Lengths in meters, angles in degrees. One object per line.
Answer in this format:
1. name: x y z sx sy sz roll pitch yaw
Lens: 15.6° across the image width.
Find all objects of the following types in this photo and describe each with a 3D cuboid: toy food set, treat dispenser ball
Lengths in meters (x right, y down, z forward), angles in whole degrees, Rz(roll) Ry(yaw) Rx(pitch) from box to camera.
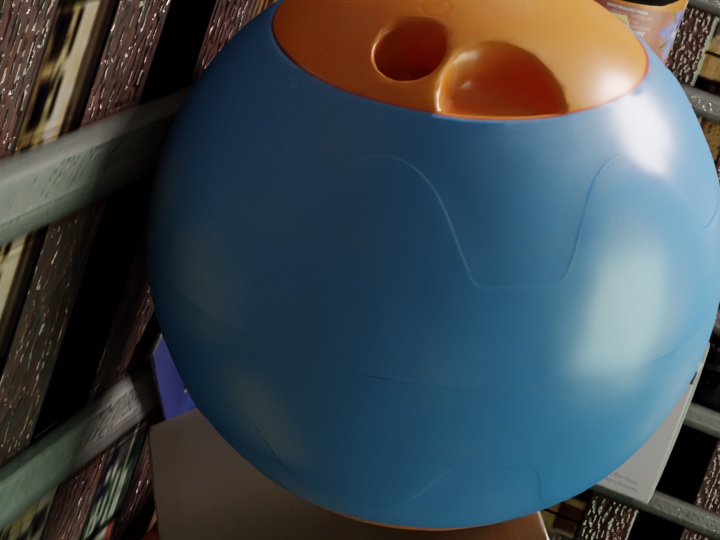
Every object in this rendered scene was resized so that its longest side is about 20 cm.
1. toy food set: -0.002 0.099 1.020 0.200 0.143 0.060 -106 173 -58
2. treat dispenser ball: 0.026 -0.010 0.916 0.201 0.201 0.201 21 90 -82

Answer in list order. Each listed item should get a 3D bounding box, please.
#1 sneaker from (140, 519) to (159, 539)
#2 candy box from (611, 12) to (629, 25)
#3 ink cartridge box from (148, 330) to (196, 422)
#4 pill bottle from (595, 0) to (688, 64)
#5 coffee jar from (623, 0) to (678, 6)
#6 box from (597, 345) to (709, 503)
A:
1. sneaker: -0.049 0.139 1.178 0.116 0.078 0.200 -50 167 -19
2. candy box: 0.109 -0.059 1.431 0.200 0.055 0.116 -79 -177 -65
3. ink cartridge box: -0.027 -0.017 1.125 0.198 0.047 0.200 90 20 -71
4. pill bottle: 0.130 -0.116 1.680 0.112 0.112 0.200 -49 159 -68
5. coffee jar: 0.110 -0.199 1.216 0.200 0.085 0.104 33 76 -62
6. box: 0.307 0.153 3.276 0.131 0.199 0.200 -35 146 -75
